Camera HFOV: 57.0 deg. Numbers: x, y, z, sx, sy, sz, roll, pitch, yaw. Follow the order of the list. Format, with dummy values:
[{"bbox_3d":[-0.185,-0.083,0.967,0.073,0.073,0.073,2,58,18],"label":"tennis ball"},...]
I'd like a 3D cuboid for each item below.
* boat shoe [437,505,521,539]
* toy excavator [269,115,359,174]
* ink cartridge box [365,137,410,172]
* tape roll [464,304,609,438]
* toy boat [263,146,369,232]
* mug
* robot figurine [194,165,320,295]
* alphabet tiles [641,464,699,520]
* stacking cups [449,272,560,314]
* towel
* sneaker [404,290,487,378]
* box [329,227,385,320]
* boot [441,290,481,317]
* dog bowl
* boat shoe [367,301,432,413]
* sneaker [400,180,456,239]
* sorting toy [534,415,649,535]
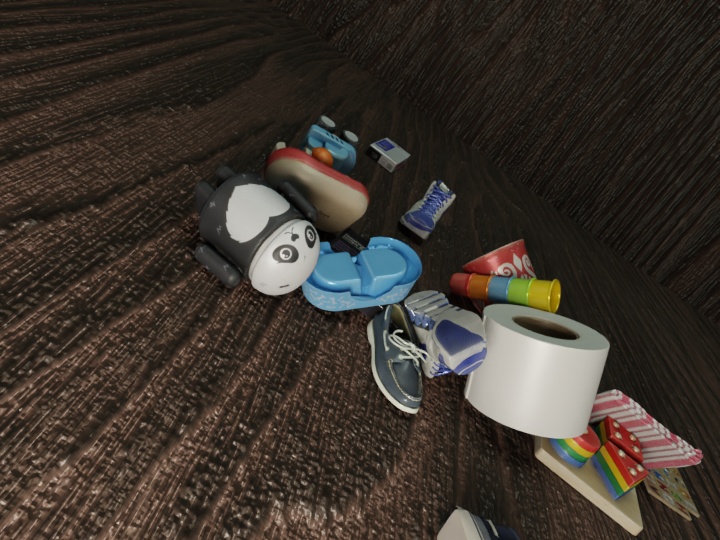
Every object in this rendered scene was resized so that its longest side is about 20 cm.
[{"bbox_3d":[0.146,0.333,0.673,0.091,0.076,0.201,20,26,-17],"label":"boat shoe"},{"bbox_3d":[-0.097,-0.251,1.442,0.192,0.100,0.202,26,33,-20],"label":"toy excavator"},{"bbox_3d":[0.084,-0.340,1.937,0.094,0.037,0.200,37,25,3],"label":"ink cartridge box"},{"bbox_3d":[0.273,0.152,1.040,0.198,0.142,0.203,10,13,-2],"label":"tape roll"},{"bbox_3d":[-0.080,-0.166,1.202,0.197,0.130,0.133,23,55,-31],"label":"toy boat"},{"bbox_3d":[0.292,0.063,1.295,0.178,0.131,0.204,99,-32,-82],"label":"mug"},{"bbox_3d":[-0.147,-0.058,0.936,0.199,0.151,0.125,42,10,14],"label":"robot figurine"},{"bbox_3d":[0.568,0.385,1.279,0.166,0.008,0.201,35,22,-6],"label":"alphabet tiles"},{"bbox_3d":[0.251,0.035,1.182,0.197,0.062,0.060,7,6,33],"label":"stacking cups"},{"bbox_3d":[0.490,0.285,1.191,0.199,0.147,0.030,39,67,1],"label":"towel"},{"bbox_3d":[0.134,0.116,0.995,0.079,0.117,0.200,-19,23,-10],"label":"sneaker"},{"bbox_3d":[0.000,0.000,1.159,0.142,0.036,0.200,37,22,1],"label":"box"},{"bbox_3d":[0.170,0.082,1.209,0.186,0.064,0.202,40,22,-27],"label":"boot"},{"bbox_3d":[-0.003,0.007,1.026,0.196,0.050,0.112,-6,45,-21],"label":"dog bowl"},{"bbox_3d":[0.059,0.122,0.974,0.074,0.062,0.201,28,24,-21],"label":"boat shoe"},{"bbox_3d":[0.164,-0.154,1.567,0.080,0.116,0.199,34,22,5],"label":"sneaker"},{"bbox_3d":[0.393,0.298,1.109,0.199,0.070,0.199,38,23,2],"label":"sorting toy"}]
